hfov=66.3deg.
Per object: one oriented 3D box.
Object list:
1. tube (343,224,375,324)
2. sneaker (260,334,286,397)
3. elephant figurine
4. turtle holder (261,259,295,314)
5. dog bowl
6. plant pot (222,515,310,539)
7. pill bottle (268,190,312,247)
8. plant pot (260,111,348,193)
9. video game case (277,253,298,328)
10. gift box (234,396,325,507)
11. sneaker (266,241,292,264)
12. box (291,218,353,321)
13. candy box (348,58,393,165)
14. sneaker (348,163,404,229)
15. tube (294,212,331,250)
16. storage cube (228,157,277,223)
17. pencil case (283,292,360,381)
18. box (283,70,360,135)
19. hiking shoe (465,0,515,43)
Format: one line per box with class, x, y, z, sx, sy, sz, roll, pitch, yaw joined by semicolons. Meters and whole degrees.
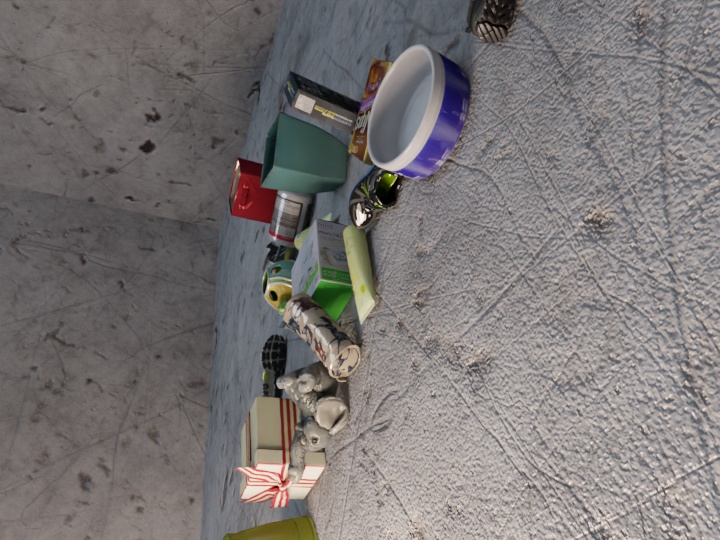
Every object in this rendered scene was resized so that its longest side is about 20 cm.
tube;0.000;0.000;1.131;0.058;0.050;0.206;55;-158;-56
sneaker;-0.270;0.296;1.663;0.080;0.075;0.208;153;124;-74
elephant figurine;-0.092;0.302;1.144;0.141;0.151;0.207;14;-124;-79
turtle holder;-0.200;0.060;1.500;0.141;0.127;0.191;132;142;-52
dog bowl;0.092;-0.263;0.927;0.199;0.077;0.207;-34;49;51
plant pot;-0.208;0.641;1.192;0.199;0.187;0.208;-170;90;-69
pill bottle;-0.203;-0.183;1.640;0.111;0.107;0.207;-133;56;-64
plant pot;-0.136;-0.277;1.389;0.141;0.193;0.147;155;124;-64
video game case;-0.222;0.066;1.707;0.201;0.017;0.147;125;148;-49
gift box;-0.198;0.423;1.263;0.190;0.193;0.188;-104;27;-43
sneaker;-0.242;-0.042;1.728;0.077;0.092;0.200;-33;20;1
box;-0.094;0.018;1.293;0.202;0.093;0.181;121;151;-44
candy box;0.038;-0.332;1.163;0.117;0.055;0.207;-130;52;-62
sneaker;0.029;-0.149;1.083;0.201;0.069;0.085;128;152;-45
tube;-0.119;-0.091;1.459;0.059;0.051;0.199;58;153;-7
storage cube;-0.394;-0.302;2.087;0.201;0.174;0.176;-119;44;-59
pencil case;-0.082;0.137;1.142;0.199;0.076;0.092;41;126;36
box;-0.075;-0.382;1.276;0.052;0.194;0.159;-60;28;25
hiking shoe;0.193;-0.439;0.782;0.101;0.073;0.206;-122;45;-55
